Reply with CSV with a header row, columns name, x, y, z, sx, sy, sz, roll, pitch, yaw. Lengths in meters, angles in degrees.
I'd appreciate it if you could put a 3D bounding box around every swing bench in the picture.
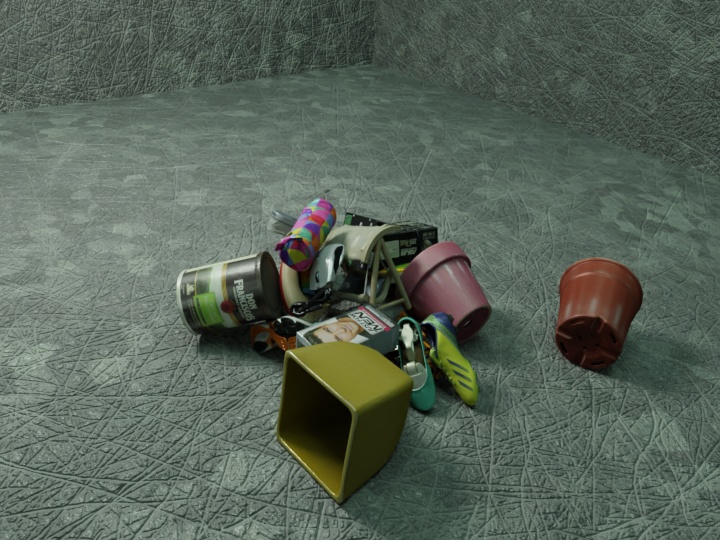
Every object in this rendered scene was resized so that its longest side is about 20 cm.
name,x,y,z,sx,sy,sz,roll,pitch,yaw
swing bench,0.000,0.000,1.467,0.127,0.206,0.197,-16,12,-35

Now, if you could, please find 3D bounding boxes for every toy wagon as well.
name,x,y,z,sx,sy,sz,roll,pitch,yaw
toy wagon,0.112,0.006,1.635,0.151,0.041,0.199,-10,6,22

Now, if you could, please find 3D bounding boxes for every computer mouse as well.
name,x,y,z,sx,sy,sz,roll,pitch,yaw
computer mouse,-0.088,0.008,1.365,0.108,0.044,0.203,-24,35,35

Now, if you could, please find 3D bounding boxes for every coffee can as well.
name,x,y,z,sx,sy,sz,roll,pitch,yaw
coffee can,-0.286,0.051,1.387,0.194,0.150,0.148,-12,28,9

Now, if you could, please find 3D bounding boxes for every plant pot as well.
name,x,y,z,sx,sy,sz,roll,pitch,yaw
plant pot,0.546,0.110,1.466,0.196,0.205,0.196,17,40,20
plant pot,0.209,0.066,1.483,0.196,0.203,0.180,-16,51,-33
plant pot,-0.013,0.246,1.130,0.197,0.200,0.193,-14,35,-42

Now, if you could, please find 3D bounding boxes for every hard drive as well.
name,x,y,z,sx,sy,sz,roll,pitch,yaw
hard drive,-0.002,-0.073,1.659,0.037,0.144,0.199,13,4,-27

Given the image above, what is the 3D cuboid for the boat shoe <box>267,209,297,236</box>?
name,x,y,z,sx,sy,sz,roll,pitch,yaw
boat shoe,-0.180,-0.094,1.788,0.199,0.088,0.075,23,12,-35

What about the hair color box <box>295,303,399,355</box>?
name,x,y,z,sx,sy,sz,roll,pitch,yaw
hair color box,-0.025,0.142,1.266,0.197,0.062,0.098,-20,39,-36

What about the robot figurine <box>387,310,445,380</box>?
name,x,y,z,sx,sy,sz,roll,pitch,yaw
robot figurine,0.119,0.173,1.395,0.142,0.060,0.199,-18,38,-30

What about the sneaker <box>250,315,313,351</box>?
name,x,y,z,sx,sy,sz,roll,pitch,yaw
sneaker,-0.151,0.129,1.353,0.197,0.078,0.091,-5,7,44

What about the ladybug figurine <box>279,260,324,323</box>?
name,x,y,z,sx,sy,sz,roll,pitch,yaw
ladybug figurine,-0.136,0.031,1.430,0.071,0.206,0.134,-20,-28,36

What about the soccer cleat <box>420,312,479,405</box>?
name,x,y,z,sx,sy,sz,roll,pitch,yaw
soccer cleat,0.182,0.188,1.305,0.082,0.065,0.205,-15,77,-26

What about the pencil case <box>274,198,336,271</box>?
name,x,y,z,sx,sy,sz,roll,pitch,yaw
pencil case,-0.116,-0.083,1.392,0.086,0.090,0.201,12,33,11

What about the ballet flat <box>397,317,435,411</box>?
name,x,y,z,sx,sy,sz,roll,pitch,yaw
ballet flat,0.106,0.187,1.289,0.066,0.071,0.205,-19,57,15

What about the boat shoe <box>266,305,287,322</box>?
name,x,y,z,sx,sy,sz,roll,pitch,yaw
boat shoe,-0.230,0.064,1.518,0.074,0.061,0.200,39,5,-43

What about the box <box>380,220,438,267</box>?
name,x,y,z,sx,sy,sz,roll,pitch,yaw
box,0.095,-0.077,1.745,0.195,0.089,0.163,-9,15,-25

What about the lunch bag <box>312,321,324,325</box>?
name,x,y,z,sx,sy,sz,roll,pitch,yaw
lunch bag,-0.030,0.184,1.331,0.155,0.079,0.202,0,31,-9
